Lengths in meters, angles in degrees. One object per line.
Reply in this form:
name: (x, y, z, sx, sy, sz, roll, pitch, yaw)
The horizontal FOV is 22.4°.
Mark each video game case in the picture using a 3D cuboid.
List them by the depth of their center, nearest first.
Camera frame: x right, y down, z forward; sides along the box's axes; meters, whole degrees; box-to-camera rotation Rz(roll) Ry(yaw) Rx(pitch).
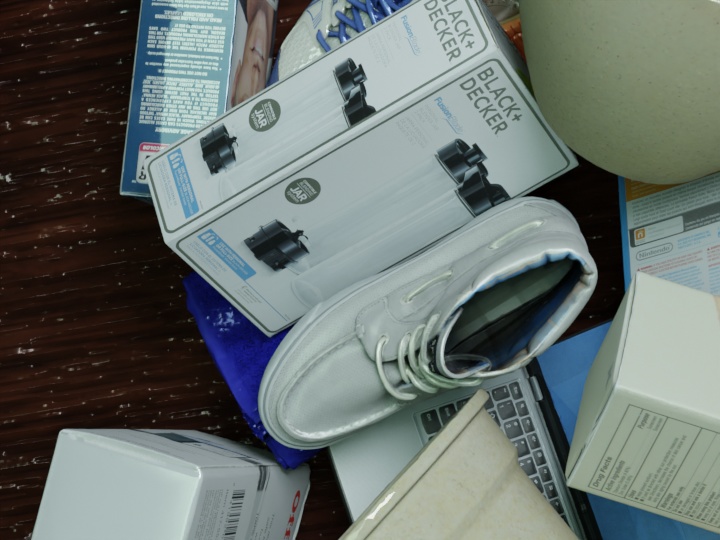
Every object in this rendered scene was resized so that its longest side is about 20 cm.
video game case: (0.198, -0.058, 0.942, 0.143, 0.018, 0.200, -18, 62, 37)

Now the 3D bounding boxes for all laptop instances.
laptop: (0.104, 0.135, 0.986, 0.200, 0.116, 0.187, -18, 82, -9)

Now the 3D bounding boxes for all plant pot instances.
plant pot: (0.059, 0.194, 0.911, 0.183, 0.200, 0.200, 43, 95, 4)

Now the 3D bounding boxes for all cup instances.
cup: (0.156, -0.127, 0.883, 0.200, 0.200, 0.143, 34, 134, 12)

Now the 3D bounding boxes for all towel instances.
towel: (0.000, 0.000, 1.031, 0.200, 0.050, 0.148, -36, 57, 4)

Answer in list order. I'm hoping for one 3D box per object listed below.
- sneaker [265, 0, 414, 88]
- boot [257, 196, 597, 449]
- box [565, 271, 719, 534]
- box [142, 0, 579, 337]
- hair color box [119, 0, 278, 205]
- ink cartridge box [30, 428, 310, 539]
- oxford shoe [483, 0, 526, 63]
sneaker: (0.015, -0.161, 1.045, 0.200, 0.088, 0.075, -45, 80, 6)
boot: (0.031, 0.035, 0.935, 0.200, 0.096, 0.074, -37, 103, 7)
box: (0.211, 0.083, 0.888, 0.200, 0.095, 0.078, 18, 51, 0)
box: (0.001, -0.057, 0.962, 0.200, 0.117, 0.060, -29, 51, 11)
hair color box: (-0.088, -0.135, 1.057, 0.060, 0.100, 0.200, 6, 87, 11)
ink cartridge box: (-0.107, 0.165, 0.987, 0.086, 0.200, 0.147, 15, 88, 13)
oxford shoe: (0.087, -0.141, 1.010, 0.200, 0.071, 0.073, -30, 51, 9)
